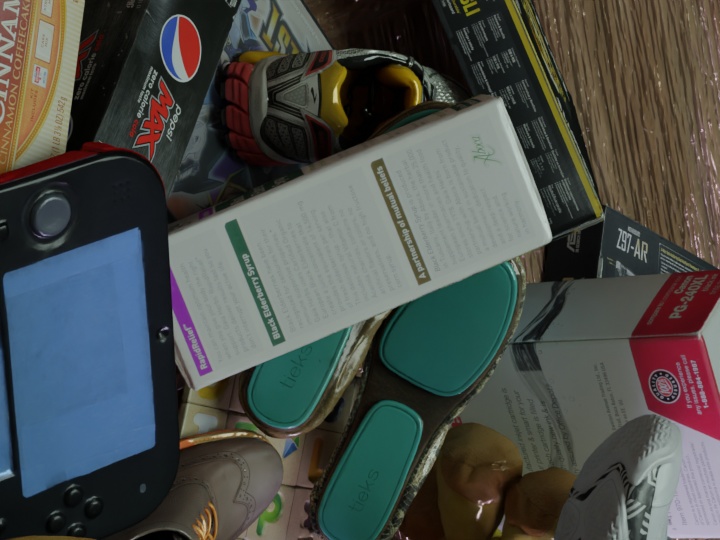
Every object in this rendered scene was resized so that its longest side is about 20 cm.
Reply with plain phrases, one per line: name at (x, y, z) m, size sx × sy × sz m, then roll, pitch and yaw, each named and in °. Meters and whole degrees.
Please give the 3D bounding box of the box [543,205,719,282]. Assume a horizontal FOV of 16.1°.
box at (0.189, 0.058, 1.743) m, size 0.200 × 0.043 × 0.161 m, roll 23°, pitch 70°, yaw -53°

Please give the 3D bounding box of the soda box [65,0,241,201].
soda box at (-0.127, -0.078, 1.259) m, size 0.063 × 0.070 × 0.201 m, roll 47°, pitch 52°, yaw -43°

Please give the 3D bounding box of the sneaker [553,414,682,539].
sneaker at (0.161, 0.184, 1.408) m, size 0.114 × 0.075 × 0.201 m, roll 19°, pitch 96°, yaw -18°

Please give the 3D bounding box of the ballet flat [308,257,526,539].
ballet flat at (0.031, 0.063, 1.398) m, size 0.201 × 0.068 × 0.075 m, roll -63°, pitch 178°, yaw 16°

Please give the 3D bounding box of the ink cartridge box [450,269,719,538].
ink cartridge box at (0.145, 0.083, 1.544) m, size 0.083 × 0.199 × 0.146 m, roll -51°, pitch 129°, yaw -48°

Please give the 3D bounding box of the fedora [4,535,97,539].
fedora at (-0.157, 0.198, 1.158) m, size 0.082 × 0.199 × 0.202 m, roll -122°, pitch -166°, yaw -67°

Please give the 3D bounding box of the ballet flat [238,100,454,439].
ballet flat at (0.000, 0.000, 1.362) m, size 0.201 × 0.068 × 0.072 m, roll -63°, pitch 174°, yaw 1°

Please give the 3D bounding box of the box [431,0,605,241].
box at (0.084, -0.139, 1.520) m, size 0.160 × 0.049 × 0.201 m, roll -98°, pitch 164°, yaw -62°

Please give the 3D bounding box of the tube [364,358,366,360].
tube at (0.037, -0.008, 1.492) m, size 0.078 × 0.050 × 0.201 m, roll 61°, pitch 35°, yaw -36°

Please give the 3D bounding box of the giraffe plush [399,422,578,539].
giraffe plush at (0.064, 0.214, 1.491) m, size 0.162 × 0.172 × 0.200 m, roll -52°, pitch 165°, yaw -29°

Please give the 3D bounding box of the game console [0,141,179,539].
game console at (-0.162, 0.050, 1.161) m, size 0.176 × 0.031 × 0.201 m, roll -23°, pitch 124°, yaw -36°

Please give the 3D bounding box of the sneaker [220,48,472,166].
sneaker at (0.010, -0.083, 1.407) m, size 0.200 × 0.082 × 0.078 m, roll -4°, pitch 92°, yaw -56°

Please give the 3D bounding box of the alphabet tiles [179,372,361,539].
alphabet tiles at (-0.047, 0.116, 1.397) m, size 0.166 × 0.006 × 0.201 m, roll 16°, pitch 84°, yaw -49°

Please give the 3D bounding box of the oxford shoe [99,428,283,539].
oxford shoe at (-0.095, 0.140, 1.283) m, size 0.200 × 0.073 × 0.072 m, roll -33°, pitch 117°, yaw -44°

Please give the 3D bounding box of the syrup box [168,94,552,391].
syrup box at (-0.011, -0.016, 1.284) m, size 0.079 × 0.199 × 0.082 m, roll -124°, pitch -168°, yaw -85°

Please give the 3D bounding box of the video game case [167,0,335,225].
video game case at (-0.052, -0.054, 1.409) m, size 0.200 × 0.025 × 0.181 m, roll 55°, pitch 47°, yaw -39°

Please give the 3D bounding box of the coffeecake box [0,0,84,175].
coffeecake box at (-0.216, -0.119, 1.129) m, size 0.200 × 0.073 × 0.155 m, roll 20°, pitch 74°, yaw -53°
